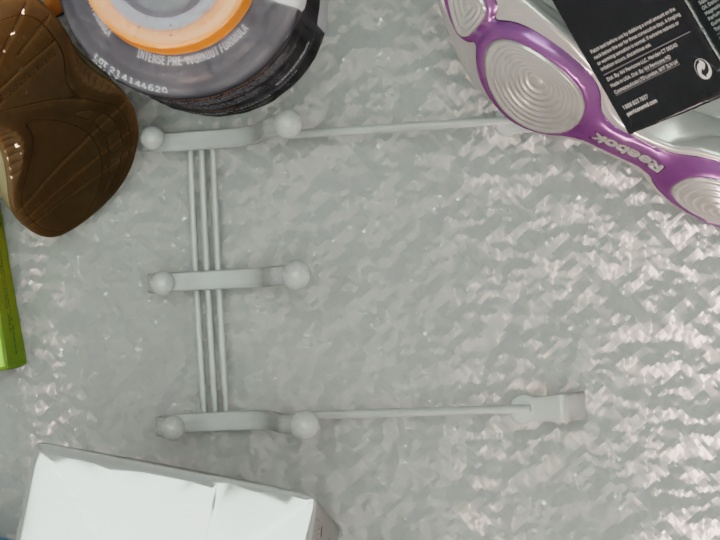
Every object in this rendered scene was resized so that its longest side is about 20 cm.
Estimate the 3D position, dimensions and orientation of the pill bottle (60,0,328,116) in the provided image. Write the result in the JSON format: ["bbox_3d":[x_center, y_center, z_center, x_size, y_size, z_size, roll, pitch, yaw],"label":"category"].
[{"bbox_3d":[-0.072,-0.123,1.189,0.106,0.200,0.107,0,90,3],"label":"pill bottle"}]

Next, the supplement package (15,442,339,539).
[{"bbox_3d":[-0.080,0.150,1.183,0.119,0.200,0.122,10,82,4],"label":"supplement package"}]

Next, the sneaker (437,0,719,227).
[{"bbox_3d":[0.121,-0.098,1.228,0.200,0.075,0.100,31,62,-19],"label":"sneaker"}]

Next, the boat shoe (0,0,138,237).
[{"bbox_3d":[-0.155,-0.084,1.209,0.072,0.200,0.072,-41,65,-5],"label":"boat shoe"}]

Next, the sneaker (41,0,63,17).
[{"bbox_3d":[-0.196,-0.182,1.240,0.092,0.076,0.200,-29,66,-8],"label":"sneaker"}]

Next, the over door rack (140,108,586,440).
[{"bbox_3d":[0.000,0.000,1.252,0.199,0.067,0.148,-3,91,3],"label":"over door rack"}]

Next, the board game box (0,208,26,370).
[{"bbox_3d":[-0.222,-0.047,1.274,0.101,0.048,0.201,-9,90,3],"label":"board game box"}]

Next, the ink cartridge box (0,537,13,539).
[{"bbox_3d":[-0.263,0.169,1.238,0.199,0.129,0.126,12,91,4],"label":"ink cartridge box"}]

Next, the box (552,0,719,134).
[{"bbox_3d":[0.162,-0.168,1.147,0.200,0.079,0.142,-33,97,-33],"label":"box"}]
